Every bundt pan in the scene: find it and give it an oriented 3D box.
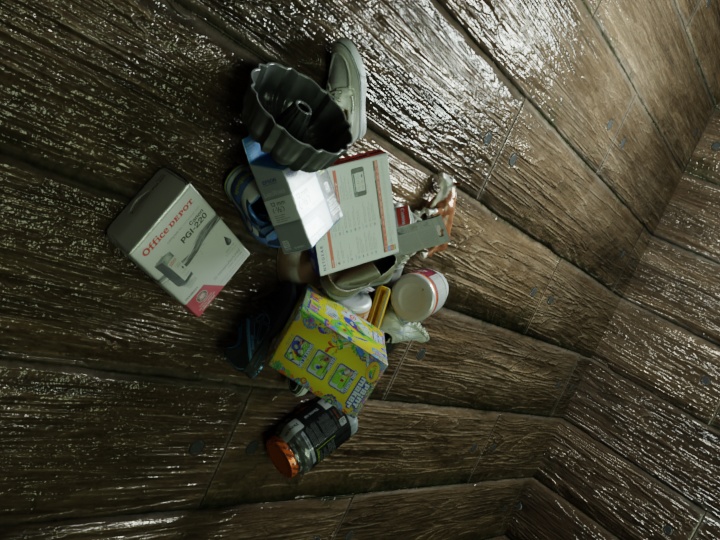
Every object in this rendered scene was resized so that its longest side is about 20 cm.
[{"bbox_3d":[-0.111,-0.239,1.156,0.199,0.205,0.076,-4,146,-48],"label":"bundt pan"}]

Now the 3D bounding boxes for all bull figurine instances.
[{"bbox_3d":[0.181,-0.127,1.676,0.119,0.065,0.205,-23,127,-35],"label":"bull figurine"}]

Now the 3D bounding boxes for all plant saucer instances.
[{"bbox_3d":[-0.084,-0.040,1.435,0.198,0.036,0.205,-30,133,-37],"label":"plant saucer"}]

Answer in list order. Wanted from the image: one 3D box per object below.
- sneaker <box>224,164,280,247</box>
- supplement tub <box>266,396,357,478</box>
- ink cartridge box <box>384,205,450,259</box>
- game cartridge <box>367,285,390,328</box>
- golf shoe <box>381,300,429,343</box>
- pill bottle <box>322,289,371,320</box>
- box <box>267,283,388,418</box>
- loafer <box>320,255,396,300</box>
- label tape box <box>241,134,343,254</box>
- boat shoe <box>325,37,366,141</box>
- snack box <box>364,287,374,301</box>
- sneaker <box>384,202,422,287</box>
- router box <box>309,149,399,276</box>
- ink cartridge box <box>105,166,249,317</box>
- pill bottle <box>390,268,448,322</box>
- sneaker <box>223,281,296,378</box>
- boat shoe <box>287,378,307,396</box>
[{"bbox_3d":[-0.168,-0.097,1.257,0.075,0.081,0.201,-52,145,-13],"label":"sneaker"},{"bbox_3d":[-0.110,0.370,1.600,0.198,0.121,0.125,-31,135,-35],"label":"supplement tub"},{"bbox_3d":[0.084,-0.082,1.490,0.194,0.052,0.109,-15,148,12],"label":"ink cartridge box"},{"bbox_3d":[0.028,0.130,1.589,0.200,0.032,0.181,82,25,-83],"label":"game cartridge"},{"bbox_3d":[0.101,0.146,1.769,0.097,0.079,0.199,-43,139,7],"label":"golf shoe"},{"bbox_3d":[-0.050,0.137,1.522,0.110,0.111,0.205,-12,126,-45],"label":"pill bottle"},{"bbox_3d":[-0.057,0.146,1.344,0.124,0.190,0.200,-57,-174,9],"label":"box"},{"bbox_3d":[0.000,0.000,1.452,0.197,0.076,0.070,-21,157,-42],"label":"loafer"},{"bbox_3d":[-0.111,-0.153,1.208,0.144,0.064,0.205,-48,125,-56],"label":"label tape box"},{"bbox_3d":[-0.034,-0.317,1.290,0.069,0.070,0.204,-39,145,-30],"label":"boat shoe"},{"bbox_3d":[-0.021,0.122,1.586,0.024,0.071,0.206,-8,119,-46],"label":"snack box"},{"bbox_3d":[0.090,-0.044,1.596,0.075,0.091,0.205,-24,131,-40],"label":"sneaker"},{"bbox_3d":[-0.022,-0.113,1.365,0.175,0.049,0.206,-16,111,-21],"label":"router box"},{"bbox_3d":[-0.290,-0.043,1.144,0.147,0.084,0.201,-51,141,-13],"label":"ink cartridge box"},{"bbox_3d":[0.146,0.054,1.675,0.112,0.107,0.199,-69,165,12],"label":"pill bottle"},{"bbox_3d":[-0.189,0.101,1.361,0.204,0.081,0.073,-63,-172,-22],"label":"sneaker"},{"bbox_3d":[-0.136,0.171,1.488,0.063,0.070,0.206,-9,112,-47],"label":"boat shoe"}]
